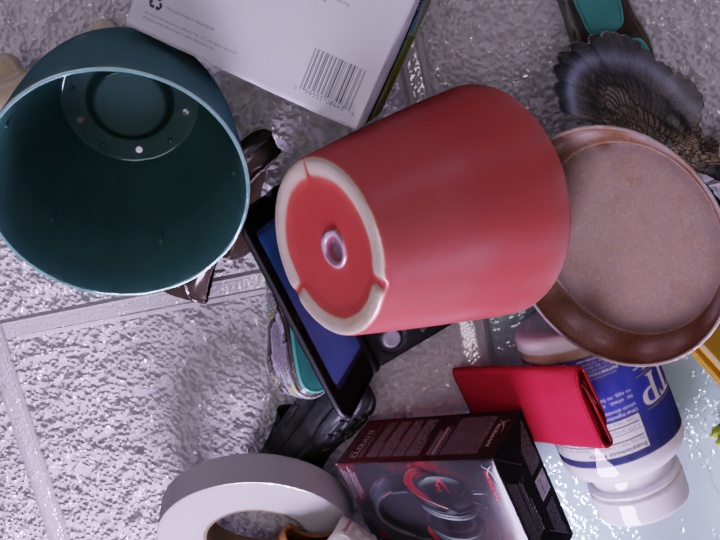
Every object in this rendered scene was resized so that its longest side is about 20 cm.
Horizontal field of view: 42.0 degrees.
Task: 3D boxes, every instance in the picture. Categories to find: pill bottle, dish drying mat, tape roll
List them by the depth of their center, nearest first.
[{"bbox_3d":[0.152,0.122,0.859,0.018,0.200,0.077,-29,96,-23],"label":"dish drying mat"},{"bbox_3d":[0.232,0.129,0.876,0.119,0.120,0.200,-20,102,12],"label":"pill bottle"},{"bbox_3d":[-0.105,0.260,0.952,0.202,0.037,0.203,-1,133,-1],"label":"tape roll"}]

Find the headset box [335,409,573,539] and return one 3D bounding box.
[{"bbox_3d":[0.081,0.220,0.905,0.200,0.075,0.149,-10,113,37],"label":"headset box"}]

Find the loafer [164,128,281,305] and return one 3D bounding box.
[{"bbox_3d":[-0.128,-0.048,0.908,0.071,0.073,0.200,34,114,-8],"label":"loafer"}]

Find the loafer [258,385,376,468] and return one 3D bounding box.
[{"bbox_3d":[-0.062,0.169,0.959,0.201,0.068,0.070,-50,55,25],"label":"loafer"}]

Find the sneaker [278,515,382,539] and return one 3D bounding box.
[{"bbox_3d":[0.010,0.281,0.883,0.199,0.073,0.085,2,104,14],"label":"sneaker"}]

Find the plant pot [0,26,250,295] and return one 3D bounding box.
[{"bbox_3d":[-0.195,-0.107,0.772,0.200,0.161,0.201,-5,127,-7],"label":"plant pot"}]

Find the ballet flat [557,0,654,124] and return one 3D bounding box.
[{"bbox_3d":[0.212,-0.210,0.816,0.067,0.064,0.200,-20,129,12],"label":"ballet flat"}]

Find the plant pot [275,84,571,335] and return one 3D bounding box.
[{"bbox_3d":[0.041,-0.039,0.763,0.200,0.177,0.201,26,124,45],"label":"plant pot"}]

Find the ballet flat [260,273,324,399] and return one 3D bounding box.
[{"bbox_3d":[-0.071,0.025,0.911,0.072,0.072,0.201,-5,84,9],"label":"ballet flat"}]

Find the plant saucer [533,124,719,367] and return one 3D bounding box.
[{"bbox_3d":[0.207,-0.022,0.748,0.200,0.034,0.201,25,128,37],"label":"plant saucer"}]

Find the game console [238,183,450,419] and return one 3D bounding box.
[{"bbox_3d":[0.000,0.000,0.845,0.176,0.116,0.200,-29,101,-13],"label":"game console"}]

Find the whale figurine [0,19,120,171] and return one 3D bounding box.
[{"bbox_3d":[-0.286,-0.144,0.897,0.159,0.104,0.200,42,81,-4],"label":"whale figurine"}]

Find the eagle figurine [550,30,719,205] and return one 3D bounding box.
[{"bbox_3d":[0.240,-0.100,0.808,0.200,0.151,0.152,30,86,13],"label":"eagle figurine"}]

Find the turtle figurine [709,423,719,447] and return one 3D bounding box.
[{"bbox_3d":[0.357,0.097,0.863,0.064,0.200,0.162,-29,125,-29],"label":"turtle figurine"}]

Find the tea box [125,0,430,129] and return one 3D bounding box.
[{"bbox_3d":[-0.054,-0.223,0.781,0.200,0.197,0.134,25,106,2],"label":"tea box"}]

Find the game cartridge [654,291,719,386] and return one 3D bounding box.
[{"bbox_3d":[0.370,0.037,0.762,0.200,0.032,0.176,-31,65,-13],"label":"game cartridge"}]
